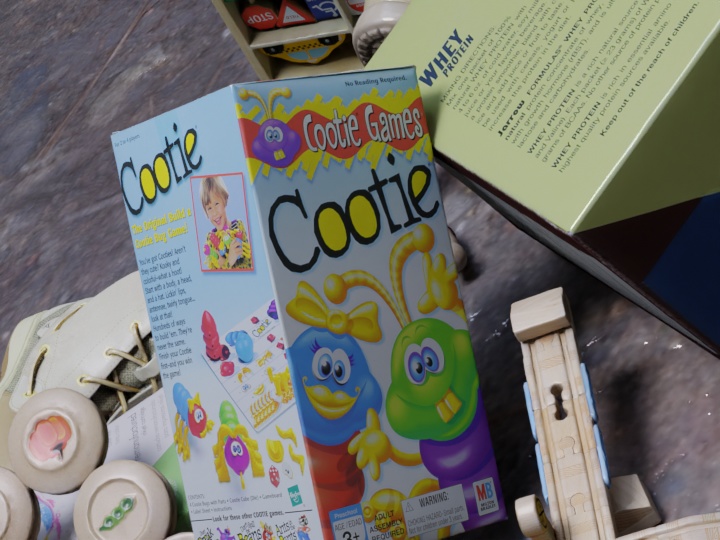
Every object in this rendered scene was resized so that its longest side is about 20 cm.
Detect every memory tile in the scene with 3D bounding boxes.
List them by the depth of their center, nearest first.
[{"bbox_3d":[-0.158,0.168,0.918,0.153,0.017,0.200,44,94,19],"label":"memory tile"}]

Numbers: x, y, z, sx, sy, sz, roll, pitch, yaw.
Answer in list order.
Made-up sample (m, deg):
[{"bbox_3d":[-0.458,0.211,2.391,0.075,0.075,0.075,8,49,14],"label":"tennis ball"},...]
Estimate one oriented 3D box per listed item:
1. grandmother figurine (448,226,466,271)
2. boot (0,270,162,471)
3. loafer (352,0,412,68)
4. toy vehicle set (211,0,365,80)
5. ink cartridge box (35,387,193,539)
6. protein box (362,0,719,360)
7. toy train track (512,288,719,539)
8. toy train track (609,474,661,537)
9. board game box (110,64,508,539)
[{"bbox_3d":[0.000,0.000,1.061,0.120,0.061,0.201,-1,36,10],"label":"grandmother figurine"},{"bbox_3d":[-0.132,0.061,1.114,0.154,0.072,0.201,-28,29,16],"label":"boot"},{"bbox_3d":[0.046,-0.110,1.041,0.075,0.200,0.069,15,76,12],"label":"loafer"},{"bbox_3d":[0.030,-0.139,1.086,0.198,0.124,0.027,-7,55,21],"label":"toy vehicle set"},{"bbox_3d":[-0.150,0.160,0.990,0.199,0.067,0.117,-35,29,8],"label":"ink cartridge box"},{"bbox_3d":[0.137,-0.097,0.883,0.199,0.135,0.200,-54,35,1],"label":"protein box"},{"bbox_3d":[0.084,0.082,0.797,0.114,0.033,0.201,-19,46,14],"label":"toy train track"},{"bbox_3d":[0.033,0.141,0.832,0.199,0.033,0.115,-33,28,10],"label":"toy train track"},{"bbox_3d":[-0.023,0.023,0.863,0.102,0.202,0.105,-11,-2,-38],"label":"board game box"}]
